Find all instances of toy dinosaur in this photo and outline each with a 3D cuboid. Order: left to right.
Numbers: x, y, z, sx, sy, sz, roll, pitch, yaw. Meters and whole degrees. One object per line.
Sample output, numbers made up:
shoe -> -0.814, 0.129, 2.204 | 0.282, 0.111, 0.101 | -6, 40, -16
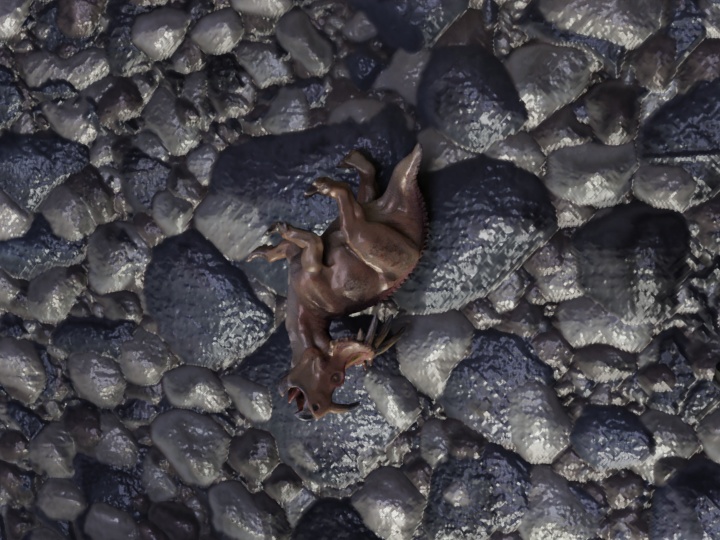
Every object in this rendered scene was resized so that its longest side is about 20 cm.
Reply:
toy dinosaur -> 0.000, 0.000, 1.407 | 0.136, 0.086, 0.200 | 45, 101, 0

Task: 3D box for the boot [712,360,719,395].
boot -> 0.300, 0.174, 1.299 | 0.181, 0.072, 0.202 | 22, 117, 24
